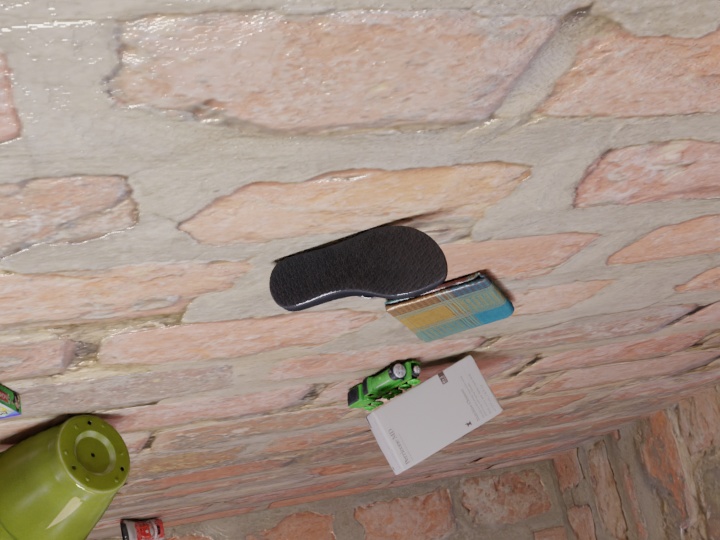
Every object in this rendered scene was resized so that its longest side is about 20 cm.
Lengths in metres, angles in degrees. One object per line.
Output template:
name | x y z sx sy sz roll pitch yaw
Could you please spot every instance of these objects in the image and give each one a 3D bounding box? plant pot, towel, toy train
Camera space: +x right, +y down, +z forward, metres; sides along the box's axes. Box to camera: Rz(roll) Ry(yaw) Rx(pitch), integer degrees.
plant pot | -0.457 0.323 1.680 0.192 0.203 0.199 -38 151 31
towel | 0.125 0.050 1.483 0.144 0.022 0.200 -18 160 14
toy train | 0.037 0.193 1.831 0.056 0.042 0.200 9 154 -24

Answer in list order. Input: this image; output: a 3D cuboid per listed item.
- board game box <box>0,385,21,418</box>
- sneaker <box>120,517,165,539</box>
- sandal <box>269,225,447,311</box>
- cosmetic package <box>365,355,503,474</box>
board game box | -0.555 0.181 1.405 0.196 0.030 0.135 -12 162 -1
sneaker | -0.574 0.686 2.886 0.106 0.068 0.202 -10 166 -10
sandal | 0.000 -0.001 1.162 0.197 0.078 0.043 -7 163 19
cosmetic package | 0.119 0.239 1.806 0.198 0.114 0.081 -30 172 -18
